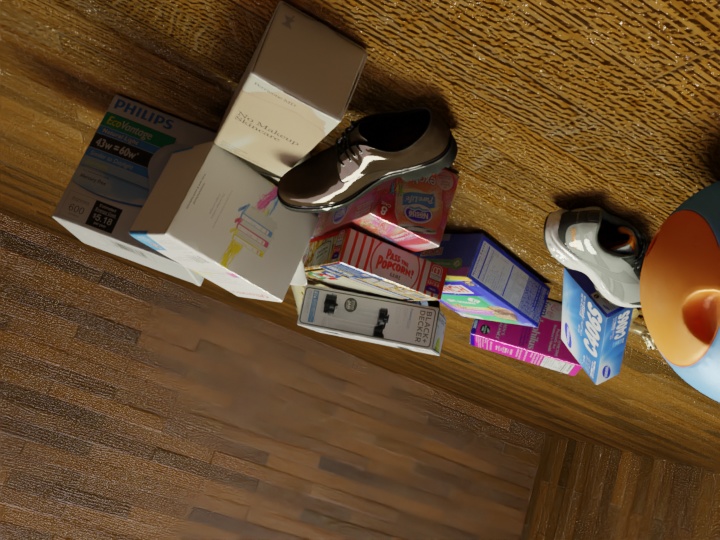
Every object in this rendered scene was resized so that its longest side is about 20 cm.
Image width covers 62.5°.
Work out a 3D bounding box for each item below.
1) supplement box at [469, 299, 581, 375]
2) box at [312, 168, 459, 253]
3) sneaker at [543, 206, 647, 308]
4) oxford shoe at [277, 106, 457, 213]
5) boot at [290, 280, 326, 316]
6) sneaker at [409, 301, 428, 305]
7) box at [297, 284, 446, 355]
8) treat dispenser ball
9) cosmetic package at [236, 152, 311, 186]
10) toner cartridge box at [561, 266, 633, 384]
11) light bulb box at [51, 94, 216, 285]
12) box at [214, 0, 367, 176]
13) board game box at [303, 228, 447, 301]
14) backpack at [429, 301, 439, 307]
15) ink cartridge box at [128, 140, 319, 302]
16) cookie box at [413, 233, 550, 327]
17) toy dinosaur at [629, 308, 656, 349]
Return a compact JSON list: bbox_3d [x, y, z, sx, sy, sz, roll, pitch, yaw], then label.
[{"bbox_3d":[0.308,0.107,1.078,0.198,0.102,0.103,15,165,15],"label":"supplement box"},{"bbox_3d":[0.024,-0.080,0.769,0.102,0.095,0.200,23,166,-22],"label":"box"},{"bbox_3d":[0.306,-0.012,0.695,0.199,0.075,0.079,26,159,-24],"label":"sneaker"},{"bbox_3d":[-0.007,-0.121,0.613,0.199,0.073,0.084,-21,152,15],"label":"oxford shoe"},{"bbox_3d":[-0.092,0.034,1.119,0.072,0.157,0.200,-17,-151,-16],"label":"boot"},{"bbox_3d":[0.013,0.073,1.026,0.198,0.067,0.090,-7,-169,28],"label":"sneaker"},{"bbox_3d":[0.021,0.074,0.872,0.198,0.061,0.117,9,171,14],"label":"box"},{"bbox_3d":[0.338,0.017,0.486,0.199,0.202,0.201,18,166,5],"label":"treat dispenser ball"},{"bbox_3d":[-0.122,-0.130,0.830,0.103,0.074,0.200,19,166,6],"label":"cosmetic package"},{"bbox_3d":[0.332,0.075,0.846,0.201,0.043,0.095,67,177,-51],"label":"toner cartridge box"},{"bbox_3d":[-0.295,-0.113,0.869,0.197,0.202,0.125,20,165,-1],"label":"light bulb box"},{"bbox_3d":[-0.080,-0.172,0.604,0.094,0.078,0.200,24,166,-17],"label":"box"},{"bbox_3d":[0.000,0.000,0.812,0.151,0.047,0.200,21,168,-24],"label":"board game box"},{"bbox_3d":[0.036,0.047,1.148,0.198,0.155,0.163,-10,176,23],"label":"backpack"},{"bbox_3d":[-0.162,-0.051,0.763,0.200,0.126,0.128,35,161,-36],"label":"ink cartridge box"},{"bbox_3d":[0.177,0.015,0.962,0.199,0.076,0.170,31,164,-35],"label":"cookie box"},{"bbox_3d":[0.390,0.068,0.957,0.199,0.059,0.101,30,147,-20],"label":"toy dinosaur"}]
